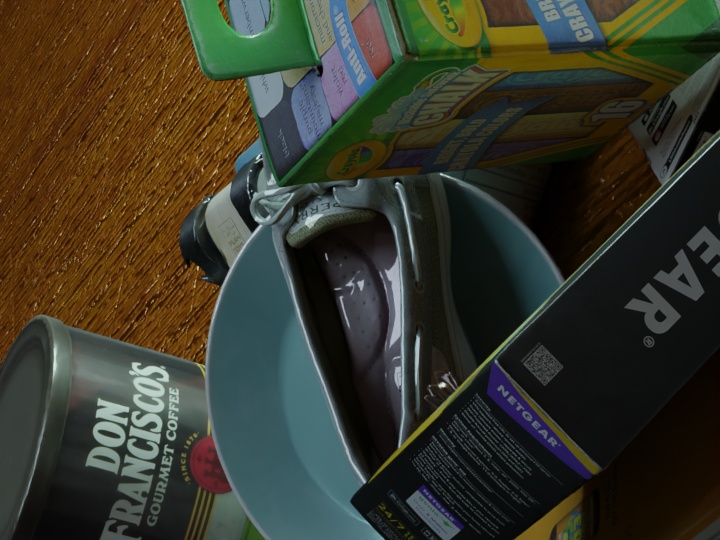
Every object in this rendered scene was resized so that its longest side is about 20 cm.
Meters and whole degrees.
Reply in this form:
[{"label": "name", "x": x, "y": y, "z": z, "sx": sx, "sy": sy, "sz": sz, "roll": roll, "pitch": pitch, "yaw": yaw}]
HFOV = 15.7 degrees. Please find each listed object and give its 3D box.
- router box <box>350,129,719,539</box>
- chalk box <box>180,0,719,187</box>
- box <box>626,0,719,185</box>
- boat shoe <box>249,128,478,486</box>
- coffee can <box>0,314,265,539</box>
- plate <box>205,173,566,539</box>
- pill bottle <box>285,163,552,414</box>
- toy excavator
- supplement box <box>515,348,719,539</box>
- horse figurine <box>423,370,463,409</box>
[{"label": "router box", "x": 0.099, "y": 0.015, "z": 0.930, "sx": 0.200, "sy": 0.052, "sz": 0.157, "roll": -43, "pitch": -4, "yaw": -29}, {"label": "chalk box", "x": 0.023, "y": -0.115, "z": 1.055, "sx": 0.124, "sy": 0.199, "sz": 0.125, "roll": -40, "pitch": 62, "yaw": 55}, {"label": "box", "x": 0.168, "y": -0.137, "z": 1.074, "sx": 0.110, "sy": 0.035, "sz": 0.201, "roll": -109, "pitch": 40, "yaw": -59}, {"label": "boat shoe", "x": -0.001, "y": 0.001, "z": 1.136, "sx": 0.074, "sy": 0.065, "sz": 0.203, "roll": -16, "pitch": 86, "yaw": 28}, {"label": "coffee can", "x": -0.089, "y": 0.119, "z": 1.319, "sx": 0.146, "sy": 0.199, "sz": 0.147, "roll": -163, "pitch": 90, "yaw": -70}, {"label": "plate", "x": 0.019, "y": 0.053, "z": 1.181, "sx": 0.026, "sy": 0.200, "sz": 0.201, "roll": -9, "pitch": -56, "yaw": -62}, {"label": "pill bottle", "x": 0.025, "y": -0.026, "z": 1.255, "sx": 0.114, "sy": 0.114, "sz": 0.201, "roll": -155, "pitch": 83, "yaw": -71}, {"label": "toy excavator", "x": -0.001, "y": -0.063, "z": 1.400, "sx": 0.195, "sy": 0.200, "sz": 0.100, "roll": 59, "pitch": 149, "yaw": 3}, {"label": "supplement box", "x": 0.118, "y": 0.098, "z": 0.969, "sx": 0.200, "sy": 0.069, "sz": 0.067, "roll": -47, "pitch": 31, "yaw": 49}, {"label": "horse figurine", "x": 0.048, "y": 0.147, "z": 1.089, "sx": 0.050, "sy": 0.133, "sz": 0.201, "roll": 1, "pitch": 70, "yaw": 25}]
